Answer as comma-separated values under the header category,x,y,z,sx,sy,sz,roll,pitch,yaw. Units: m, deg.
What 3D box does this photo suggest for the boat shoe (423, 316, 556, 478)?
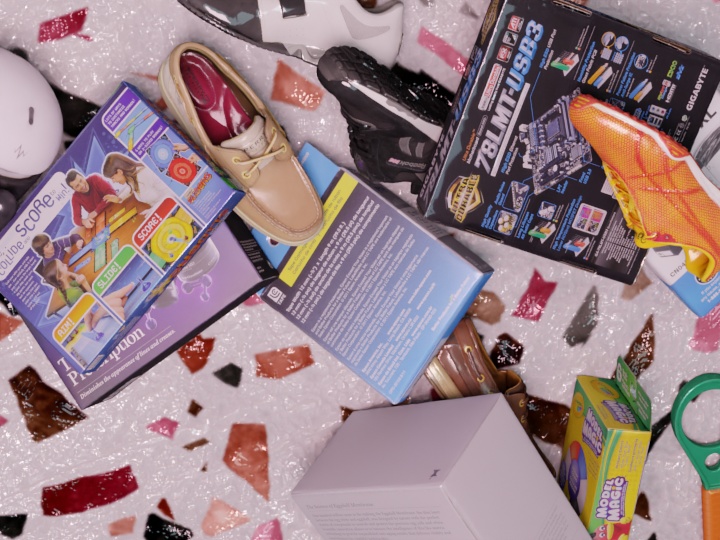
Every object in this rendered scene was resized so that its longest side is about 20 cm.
category,x,y,z,sx,sy,sz,roll,pitch,yaw
boat shoe,0.132,0.131,1.111,0.067,0.072,0.201,-36,105,10

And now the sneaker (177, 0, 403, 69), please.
category,x,y,z,sx,sy,sz,roll,pitch,yaw
sneaker,-0.055,-0.225,0.977,0.197,0.074,0.090,14,107,-21

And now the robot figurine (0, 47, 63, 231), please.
category,x,y,z,sx,sy,sz,roll,pitch,yaw
robot figurine,-0.336,-0.095,0.959,0.199,0.125,0.151,-38,102,22

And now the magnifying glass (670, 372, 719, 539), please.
category,x,y,z,sx,sy,sz,roll,pitch,yaw
magnifying glass,0.357,0.199,1.181,0.078,0.022,0.203,-9,108,-2

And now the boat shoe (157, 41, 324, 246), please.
category,x,y,z,sx,sy,sz,roll,pitch,yaw
boat shoe,-0.101,-0.107,0.986,0.074,0.066,0.200,-42,94,-14

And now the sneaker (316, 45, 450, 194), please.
category,x,y,z,sx,sy,sz,roll,pitch,yaw
sneaker,0.020,-0.113,0.977,0.088,0.076,0.199,-47,143,17

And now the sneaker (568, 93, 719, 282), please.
category,x,y,z,sx,sy,sz,roll,pitch,yaw
sneaker,0.230,-0.062,0.912,0.199,0.073,0.077,40,96,-20

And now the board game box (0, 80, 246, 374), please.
category,x,y,z,sx,sy,sz,roll,pitch,yaw
board game box,-0.209,-0.035,0.963,0.135,0.034,0.200,43,97,7

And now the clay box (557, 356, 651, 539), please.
category,x,y,z,sx,sy,sz,roll,pitch,yaw
clay box,0.228,0.193,1.117,0.047,0.115,0.203,4,108,-6

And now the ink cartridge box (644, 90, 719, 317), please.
category,x,y,z,sx,sy,sz,roll,pitch,yaw
ink cartridge box,0.283,-0.083,1.042,0.200,0.084,0.145,43,100,-15

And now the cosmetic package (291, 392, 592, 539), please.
category,x,y,z,sx,sy,sz,roll,pitch,yaw
cosmetic package,0.079,0.232,1.067,0.198,0.123,0.201,-13,118,46

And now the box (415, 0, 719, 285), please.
category,x,y,z,sx,sy,sz,roll,pitch,yaw
box,0.169,-0.110,0.951,0.196,0.050,0.203,16,107,-12

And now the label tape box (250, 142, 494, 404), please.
category,x,y,z,sx,sy,sz,roll,pitch,yaw
label tape box,0.000,0.000,1.051,0.199,0.066,0.144,37,105,13

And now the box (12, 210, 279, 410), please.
category,x,y,z,sx,sy,sz,roll,pitch,yaw
box,-0.194,0.005,1.021,0.199,0.079,0.142,-35,86,8
